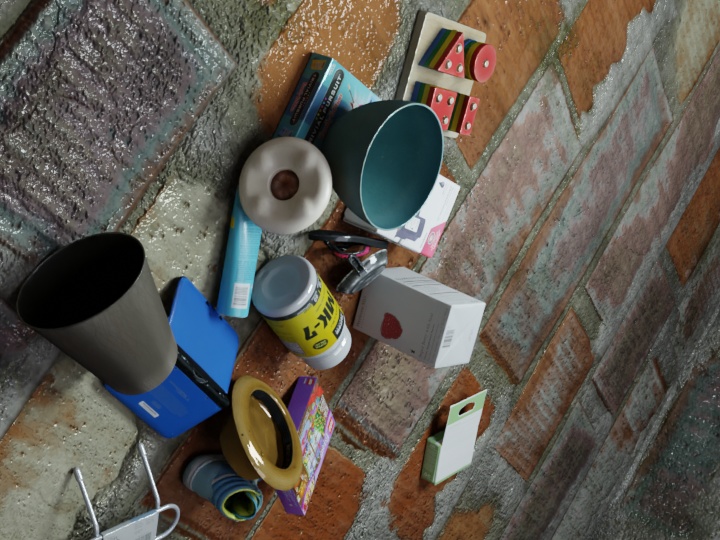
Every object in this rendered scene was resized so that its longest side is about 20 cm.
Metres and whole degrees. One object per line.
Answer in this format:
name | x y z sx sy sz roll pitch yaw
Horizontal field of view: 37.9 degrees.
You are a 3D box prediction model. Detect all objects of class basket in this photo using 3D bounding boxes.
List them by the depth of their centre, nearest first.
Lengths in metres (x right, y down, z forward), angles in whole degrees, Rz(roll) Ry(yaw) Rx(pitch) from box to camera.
basket | -0.335 0.070 1.409 0.179 0.137 0.201 -27 141 -5

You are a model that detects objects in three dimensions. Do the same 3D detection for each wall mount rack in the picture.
wall mount rack | -0.368 0.368 1.586 0.199 0.074 0.176 -17 125 -47

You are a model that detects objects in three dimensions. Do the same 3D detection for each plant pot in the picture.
plant pot | 0.018 -0.180 1.640 0.199 0.134 0.202 -29 131 -39

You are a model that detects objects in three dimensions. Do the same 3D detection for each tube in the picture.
tube | -0.183 -0.030 1.624 0.077 0.050 0.203 -3 106 -64

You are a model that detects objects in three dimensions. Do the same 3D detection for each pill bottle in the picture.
pill bottle | -0.093 0.074 1.739 0.115 0.114 0.201 -53 143 -17

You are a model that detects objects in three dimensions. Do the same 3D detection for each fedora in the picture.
fedora | -0.173 0.274 1.706 0.081 0.202 0.200 -28 149 19

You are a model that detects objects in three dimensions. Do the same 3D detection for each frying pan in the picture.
frying pan | 0.013 -0.009 1.821 0.114 0.031 0.190 -35 169 -22

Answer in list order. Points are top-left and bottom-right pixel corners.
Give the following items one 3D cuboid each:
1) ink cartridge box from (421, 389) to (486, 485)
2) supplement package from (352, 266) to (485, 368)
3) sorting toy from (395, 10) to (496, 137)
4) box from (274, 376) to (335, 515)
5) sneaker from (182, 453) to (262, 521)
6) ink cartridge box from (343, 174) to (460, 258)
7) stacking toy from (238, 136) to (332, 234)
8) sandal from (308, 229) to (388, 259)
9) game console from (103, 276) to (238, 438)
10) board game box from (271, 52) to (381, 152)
ink cartridge box | 0.209 0.364 2.344 0.145 0.048 0.202 -16 121 -47
supplement package | 0.105 0.083 1.923 0.119 0.199 0.123 -2 111 -52
sorting toy | 0.160 -0.340 1.872 0.199 0.069 0.201 1 108 -52
box | -0.103 0.308 1.852 0.138 0.039 0.201 73 27 -44
sneaker | -0.189 0.363 1.753 0.199 0.130 0.080 0 117 -51
ink cartridge box | 0.076 -0.121 1.871 0.199 0.084 0.146 21 92 -55
stacking toy | -0.095 -0.115 1.637 0.147 0.145 0.200 -65 165 -2
sandal | -0.017 -0.040 1.805 0.199 0.074 0.046 8 95 -56
game console | -0.284 0.137 1.607 0.170 0.119 0.200 -30 139 3
board game box | -0.040 -0.235 1.692 0.200 0.047 0.152 29 85 -55
